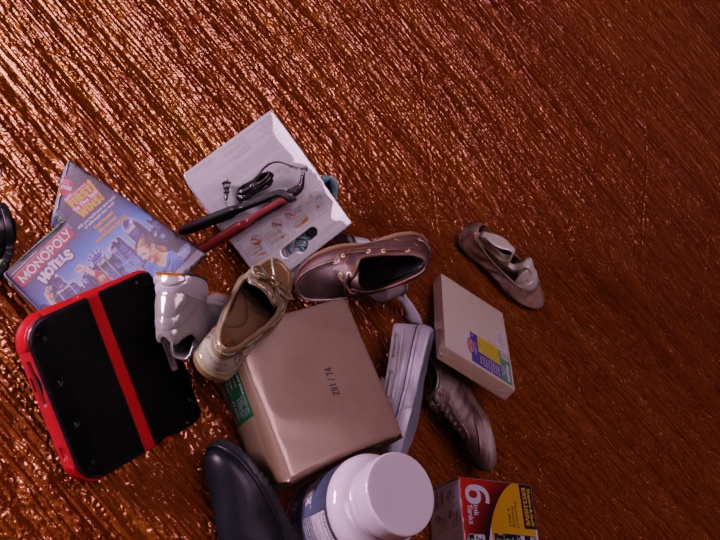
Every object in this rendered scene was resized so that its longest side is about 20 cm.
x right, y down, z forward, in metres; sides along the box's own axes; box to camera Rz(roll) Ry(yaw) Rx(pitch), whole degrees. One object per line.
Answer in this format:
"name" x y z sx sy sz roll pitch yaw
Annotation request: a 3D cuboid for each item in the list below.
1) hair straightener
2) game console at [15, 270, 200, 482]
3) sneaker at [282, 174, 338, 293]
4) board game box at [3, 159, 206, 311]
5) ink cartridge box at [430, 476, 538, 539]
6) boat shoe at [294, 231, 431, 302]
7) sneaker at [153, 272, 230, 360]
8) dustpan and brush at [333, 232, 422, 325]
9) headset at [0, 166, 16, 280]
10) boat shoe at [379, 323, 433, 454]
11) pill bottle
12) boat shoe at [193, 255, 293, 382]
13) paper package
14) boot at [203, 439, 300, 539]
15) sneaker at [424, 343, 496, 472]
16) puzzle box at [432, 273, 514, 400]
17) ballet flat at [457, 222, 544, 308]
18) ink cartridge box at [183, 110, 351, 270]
"hair straightener" -0.162 -0.098 1.068 0.198 0.041 0.078 -31 84 -3
"game console" -0.287 0.122 0.911 0.176 0.031 0.204 -28 104 -44
"sneaker" -0.084 -0.062 1.147 0.077 0.086 0.203 28 53 -16
"board game box" -0.329 -0.021 0.967 0.200 0.061 0.201 48 59 -11
"ink cartridge box" 0.190 0.398 1.068 0.172 0.084 0.204 13 58 -27
"boat shoe" 0.000 0.000 1.060 0.071 0.196 0.071 -87 155 -62
"sneaker" -0.204 0.068 0.963 0.074 0.200 0.094 4 76 15
"dustpan and brush" 0.039 0.019 1.182 0.057 0.139 0.203 -33 113 -20
"headset" -0.455 -0.066 0.905 0.121 0.094 0.203 19 49 -23
"boat shoe" 0.054 0.172 1.125 0.065 0.074 0.203 9 65 16
"pill bottle" -0.001 0.286 0.931 0.117 0.200 0.122 15 56 -24
"boat shoe" -0.127 0.047 0.937 0.073 0.063 0.201 34 43 -8
"paper package" -0.072 0.162 1.020 0.188 0.103 0.203 -13 73 -37
"boot" -0.162 0.318 0.890 0.167 0.076 0.202 -33 91 -44
"sneaker" 0.133 0.206 1.161 0.074 0.071 0.203 -9 63 -21
"puzzle box" 0.171 0.098 1.212 0.132 0.026 0.201 33 28 -14
"ballet flat" 0.255 -0.009 1.348 0.199 0.067 0.069 37 51 -10
"ink cartridge box" -0.132 -0.099 1.119 0.159 0.047 0.201 -36 88 -9
